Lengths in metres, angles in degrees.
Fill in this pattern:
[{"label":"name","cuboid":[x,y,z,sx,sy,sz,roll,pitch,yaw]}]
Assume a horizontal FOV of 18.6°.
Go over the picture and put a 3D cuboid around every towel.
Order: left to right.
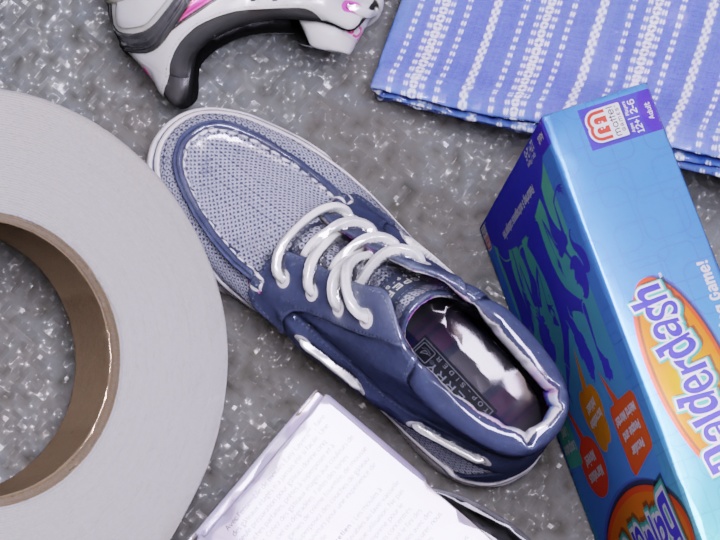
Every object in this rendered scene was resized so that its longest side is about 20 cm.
[{"label":"towel","cuboid":[0.116,-0.114,0.884,0.200,0.024,0.145,13,71,17]}]

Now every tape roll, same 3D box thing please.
[{"label":"tape roll","cuboid":[-0.144,0.033,0.805,0.203,0.037,0.203,3,84,-30]}]

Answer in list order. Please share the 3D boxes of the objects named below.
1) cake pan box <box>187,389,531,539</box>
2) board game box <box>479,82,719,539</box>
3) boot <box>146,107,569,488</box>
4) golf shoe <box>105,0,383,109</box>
[{"label":"cake pan box","cuboid":[-0.005,0.172,0.810,0.184,0.052,0.200,39,82,3]},{"label":"board game box","cuboid":[0.107,0.050,0.809,0.045,0.152,0.200,-18,78,-9]},{"label":"boot","cuboid":[0.000,0.000,0.842,0.200,0.090,0.073,40,76,5]},{"label":"golf shoe","cuboid":[-0.006,-0.134,0.886,0.200,0.073,0.092,-23,86,1]}]
